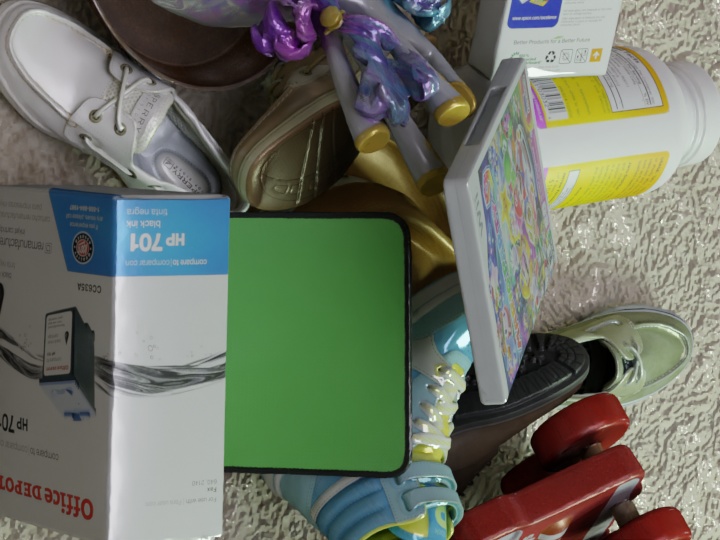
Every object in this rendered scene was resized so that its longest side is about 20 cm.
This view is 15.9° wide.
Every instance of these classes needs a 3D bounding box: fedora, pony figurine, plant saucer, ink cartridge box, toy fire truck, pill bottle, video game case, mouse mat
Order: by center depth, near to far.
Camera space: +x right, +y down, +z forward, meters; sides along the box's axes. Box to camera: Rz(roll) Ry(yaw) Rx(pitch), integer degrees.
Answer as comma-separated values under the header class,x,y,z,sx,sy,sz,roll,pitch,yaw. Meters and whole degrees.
class,x,y,z,sx,sy,sz,roll,pitch,yaw
ink cartridge box,-0.149,0.052,1.520,0.085,0.146,0.202,0,93,-37
pony figurine,-0.013,-0.157,1.535,0.166,0.201,0.193,-35,157,13
video game case,0.087,-0.028,1.569,0.200,0.018,0.144,-62,145,-62
mouse mat,-0.064,0.044,1.577,0.008,0.199,0.162,-15,106,-74
plant saucer,-0.109,-0.208,1.584,0.199,0.034,0.202,4,84,-45
ink cartridge box,0.132,-0.219,1.648,0.094,0.037,0.201,-5,121,-32
fedora,0.000,0.000,1.666,0.200,0.082,0.202,-4,96,-37
toy fire truck,0.111,0.178,1.712,0.167,0.200,0.113,-20,70,-21
pill bottle,0.150,-0.097,1.758,0.199,0.104,0.105,-9,99,-36

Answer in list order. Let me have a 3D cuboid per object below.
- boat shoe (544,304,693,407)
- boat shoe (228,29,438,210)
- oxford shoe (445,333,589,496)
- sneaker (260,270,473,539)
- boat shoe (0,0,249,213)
class,x,y,z,sx,sy,sz,roll,pitch,yaw
boat shoe,0.165,0.068,1.806,0.199,0.062,0.073,-11,100,-35
boat shoe,-0.028,-0.104,1.631,0.200,0.065,0.072,-42,150,-42
oxford shoe,0.063,0.105,1.711,0.199,0.073,0.085,-26,134,-2
sneaker,0.044,0.102,1.606,0.200,0.131,0.079,-46,145,6
boat shoe,-0.140,-0.096,1.564,0.200,0.069,0.071,38,71,-32
